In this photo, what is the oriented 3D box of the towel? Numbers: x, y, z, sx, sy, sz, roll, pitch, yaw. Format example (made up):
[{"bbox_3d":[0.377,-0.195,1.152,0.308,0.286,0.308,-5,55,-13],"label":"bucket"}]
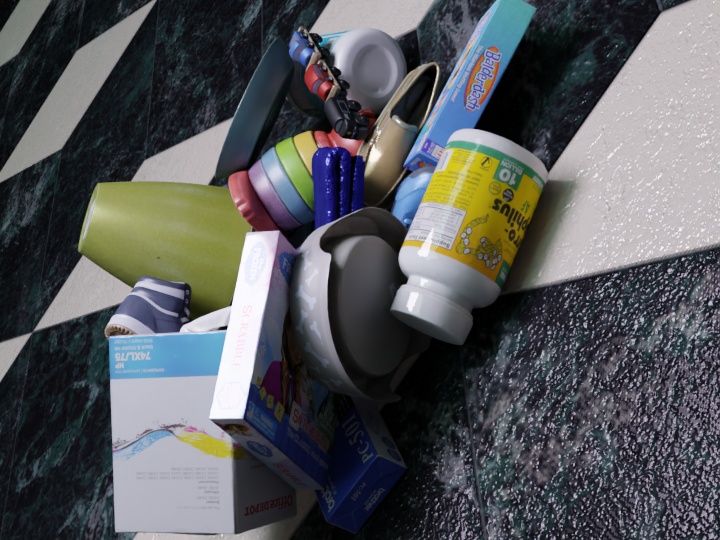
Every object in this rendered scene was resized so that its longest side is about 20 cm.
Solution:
[{"bbox_3d":[-0.024,-0.068,1.539,0.200,0.049,0.149,-144,51,-82],"label":"towel"}]

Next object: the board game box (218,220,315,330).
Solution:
[{"bbox_3d":[-0.120,0.005,1.772,0.199,0.028,0.136,-33,40,37],"label":"board game box"}]

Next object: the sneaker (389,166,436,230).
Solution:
[{"bbox_3d":[0.048,-0.031,1.489,0.200,0.066,0.079,-52,22,42],"label":"sneaker"}]

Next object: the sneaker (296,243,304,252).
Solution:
[{"bbox_3d":[-0.083,0.028,1.559,0.200,0.081,0.071,103,158,-66],"label":"sneaker"}]

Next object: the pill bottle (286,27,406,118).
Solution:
[{"bbox_3d":[-0.033,-0.259,1.788,0.199,0.110,0.112,8,71,58],"label":"pill bottle"}]

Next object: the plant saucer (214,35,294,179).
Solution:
[{"bbox_3d":[-0.130,-0.202,1.732,0.200,0.036,0.201,-155,90,-90],"label":"plant saucer"}]

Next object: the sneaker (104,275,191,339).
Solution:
[{"bbox_3d":[-0.225,0.091,1.704,0.070,0.200,0.109,-19,38,41],"label":"sneaker"}]

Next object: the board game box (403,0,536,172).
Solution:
[{"bbox_3d":[0.120,-0.202,1.515,0.201,0.045,0.152,-63,4,-3],"label":"board game box"}]

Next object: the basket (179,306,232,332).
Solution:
[{"bbox_3d":[-0.157,0.163,1.599,0.135,0.123,0.201,-20,48,49],"label":"basket"}]

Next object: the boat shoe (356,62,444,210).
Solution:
[{"bbox_3d":[0.043,-0.162,1.605,0.076,0.071,0.201,122,170,-77],"label":"boat shoe"}]

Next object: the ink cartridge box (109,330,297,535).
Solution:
[{"bbox_3d":[-0.161,0.165,1.399,0.145,0.147,0.202,-4,86,22],"label":"ink cartridge box"}]

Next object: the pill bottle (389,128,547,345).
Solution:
[{"bbox_3d":[0.106,-0.032,1.380,0.112,0.112,0.201,7,70,58],"label":"pill bottle"}]

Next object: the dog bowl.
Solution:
[{"bbox_3d":[0.000,0.037,1.388,0.058,0.200,0.202,-6,58,33],"label":"dog bowl"}]

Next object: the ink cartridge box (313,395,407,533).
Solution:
[{"bbox_3d":[-0.020,0.181,1.456,0.094,0.044,0.200,-53,31,16],"label":"ink cartridge box"}]

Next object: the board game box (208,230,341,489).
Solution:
[{"bbox_3d":[-0.074,0.095,1.369,0.041,0.200,0.201,-3,62,23],"label":"board game box"}]

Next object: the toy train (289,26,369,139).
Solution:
[{"bbox_3d":[-0.045,-0.231,1.651,0.201,0.045,0.034,63,140,37],"label":"toy train"}]

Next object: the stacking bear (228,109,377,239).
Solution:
[{"bbox_3d":[-0.054,-0.124,1.685,0.199,0.122,0.114,-31,40,7],"label":"stacking bear"}]

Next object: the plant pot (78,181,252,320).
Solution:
[{"bbox_3d":[-0.263,-0.040,1.773,0.187,0.198,0.189,-164,90,-74],"label":"plant pot"}]
